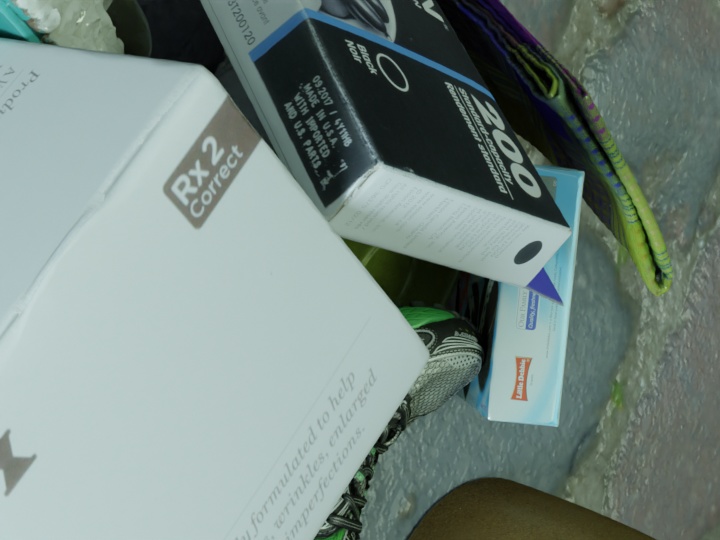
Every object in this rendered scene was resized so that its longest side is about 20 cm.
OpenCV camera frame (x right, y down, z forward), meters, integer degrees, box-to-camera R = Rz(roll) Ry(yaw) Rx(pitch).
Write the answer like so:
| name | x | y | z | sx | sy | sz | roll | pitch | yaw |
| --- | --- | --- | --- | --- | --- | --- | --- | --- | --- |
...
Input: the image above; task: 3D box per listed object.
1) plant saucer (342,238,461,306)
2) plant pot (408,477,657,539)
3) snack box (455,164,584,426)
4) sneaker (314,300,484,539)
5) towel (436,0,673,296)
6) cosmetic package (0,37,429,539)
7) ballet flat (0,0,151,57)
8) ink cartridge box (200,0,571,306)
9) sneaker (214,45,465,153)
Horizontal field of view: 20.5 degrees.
| name | x | y | z | sx | sy | sz | roll | pitch | yaw |
| --- | --- | --- | --- | --- | --- | --- | --- | --- | --- |
| plant saucer | 0.000 | 0.000 | 0.942 | 0.200 | 0.031 | 0.201 | -40 | 147 | -33 |
| plant pot | 0.139 | 0.217 | 1.060 | 0.185 | 0.199 | 0.189 | -7 | 100 | -50 |
| snack box | 0.074 | 0.010 | 0.990 | 0.200 | 0.037 | 0.118 | -172 | -92 | -87 |
| sneaker | -0.017 | 0.093 | 0.884 | 0.200 | 0.085 | 0.078 | -40 | 148 | -16 |
| towel | 0.085 | -0.083 | 0.990 | 0.023 | 0.200 | 0.144 | -34 | 130 | 0 |
| cosmetic package | -0.119 | 0.029 | 0.726 | 0.166 | 0.199 | 0.165 | -56 | 132 | -19 |
| ballet flat | -0.118 | -0.097 | 0.785 | 0.200 | 0.071 | 0.072 | 71 | 38 | -69 |
| ink cartridge box | 0.009 | -0.089 | 0.819 | 0.199 | 0.043 | 0.199 | 17 | 40 | -57 |
| sneaker | -0.035 | -0.096 | 0.937 | 0.200 | 0.074 | 0.088 | -35 | 102 | -45 |
